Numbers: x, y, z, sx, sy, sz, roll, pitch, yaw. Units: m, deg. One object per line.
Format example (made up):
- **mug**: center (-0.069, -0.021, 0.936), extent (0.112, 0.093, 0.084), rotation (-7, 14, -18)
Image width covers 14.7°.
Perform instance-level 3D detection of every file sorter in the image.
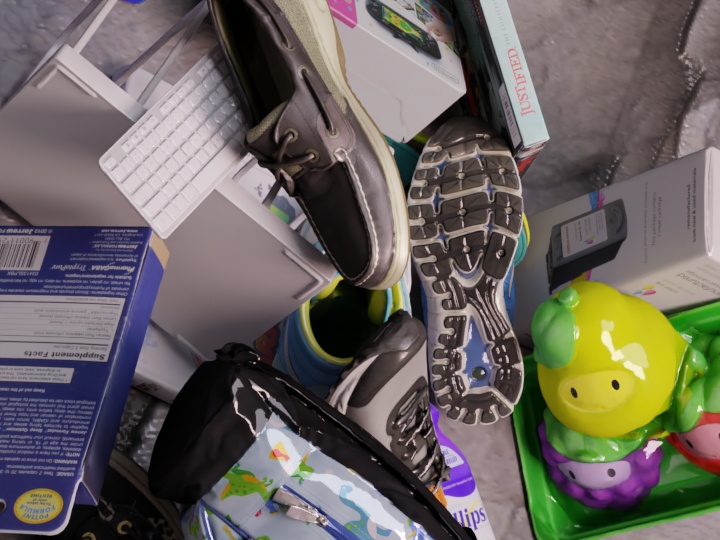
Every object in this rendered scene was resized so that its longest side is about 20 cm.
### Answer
- **file sorter**: center (-0.104, -0.069, 1.627), extent (0.200, 0.139, 0.125), rotation (39, 51, -12)

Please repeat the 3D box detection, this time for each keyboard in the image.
- **keyboard**: center (-0.077, -0.092, 1.561), extent (0.056, 0.011, 0.200), rotation (46, 47, -6)

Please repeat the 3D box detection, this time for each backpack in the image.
- **backpack**: center (-0.019, 0.145, 1.520), extent (0.200, 0.163, 0.154), rotation (26, 85, -10)

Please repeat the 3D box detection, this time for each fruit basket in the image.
- **fruit basket**: center (0.185, 0.090, 1.833), extent (0.215, 0.215, 0.156), rotation (3, 71, -44)

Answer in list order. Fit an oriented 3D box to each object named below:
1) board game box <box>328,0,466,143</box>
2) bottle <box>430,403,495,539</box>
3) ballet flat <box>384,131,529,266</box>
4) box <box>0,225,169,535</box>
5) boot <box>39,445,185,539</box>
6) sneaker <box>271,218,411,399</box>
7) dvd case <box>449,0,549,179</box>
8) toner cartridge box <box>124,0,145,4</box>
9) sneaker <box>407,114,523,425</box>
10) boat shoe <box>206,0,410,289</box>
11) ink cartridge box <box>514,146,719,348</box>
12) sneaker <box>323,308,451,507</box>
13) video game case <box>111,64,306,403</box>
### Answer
- **board game box**: center (-0.015, -0.198, 1.814), extent (0.147, 0.064, 0.200), rotation (31, 34, -33)
- **bottle**: center (0.035, 0.147, 1.760), extent (0.083, 0.065, 0.200), rotation (-15, 85, -46)
- **ballet flat**: center (0.035, -0.071, 1.859), extent (0.200, 0.067, 0.067), rotation (32, 22, -31)
- **box**: center (-0.188, 0.063, 1.535), extent (0.032, 0.121, 0.200), rotation (67, 30, -50)
- **boot**: center (-0.154, 0.191, 1.549), extent (0.204, 0.073, 0.154), rotation (46, 50, -20)
- **sneaker**: center (0.000, 0.000, 1.694), extent (0.079, 0.131, 0.200), rotation (14, 57, -6)
- **dvd case**: center (0.085, -0.133, 1.857), extent (0.022, 0.200, 0.146), rotation (-16, 82, -5)
- **toner cartridge box**: center (-0.183, -0.219, 1.673), extent (0.200, 0.095, 0.043), rotation (15, 63, -41)
- **sneaker**: center (0.066, -0.004, 1.827), extent (0.078, 0.089, 0.200), rotation (-2, 102, -4)
- **boat shoe**: center (-0.035, -0.079, 1.542), extent (0.066, 0.072, 0.201), rotation (-10, 74, -37)
- **ink cartridge box**: center (0.209, 0.002, 1.897), extent (0.147, 0.200, 0.086), rotation (22, 59, -37)
- **sneaker**: center (0.021, 0.098, 1.607), extent (0.079, 0.200, 0.074), rotation (30, 53, 18)
- **video game case**: center (-0.092, -0.005, 1.727), extent (0.182, 0.024, 0.200), rotation (28, 56, -34)
